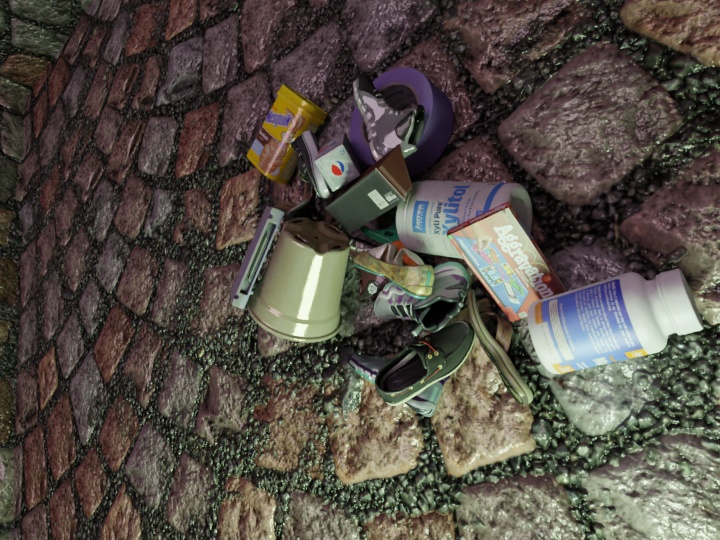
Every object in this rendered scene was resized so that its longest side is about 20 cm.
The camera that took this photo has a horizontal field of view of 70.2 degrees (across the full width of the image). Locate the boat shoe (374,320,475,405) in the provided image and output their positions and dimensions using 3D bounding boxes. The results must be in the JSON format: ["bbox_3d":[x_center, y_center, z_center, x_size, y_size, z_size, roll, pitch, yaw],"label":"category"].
[{"bbox_3d":[0.113,0.152,0.874,0.201,0.063,0.074,-37,55,-4],"label":"boat shoe"}]

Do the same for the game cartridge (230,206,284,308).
[{"bbox_3d":[-0.207,-0.031,1.019,0.201,0.038,0.130,-67,13,2],"label":"game cartridge"}]

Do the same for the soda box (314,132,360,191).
[{"bbox_3d":[-0.043,-0.220,1.019,0.063,0.068,0.200,-29,19,10],"label":"soda box"}]

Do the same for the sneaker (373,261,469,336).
[{"bbox_3d":[0.095,0.070,0.898,0.200,0.078,0.140,-29,25,32],"label":"sneaker"}]

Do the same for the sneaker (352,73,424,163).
[{"bbox_3d":[0.062,-0.295,0.951,0.115,0.075,0.201,-22,76,28],"label":"sneaker"}]

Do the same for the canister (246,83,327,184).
[{"bbox_3d":[-0.185,-0.330,1.254,0.149,0.086,0.201,45,110,37],"label":"canister"}]

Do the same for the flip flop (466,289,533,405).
[{"bbox_3d":[0.228,0.117,0.825,0.057,0.081,0.201,-29,58,4],"label":"flip flop"}]

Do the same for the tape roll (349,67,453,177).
[{"bbox_3d":[0.080,-0.294,1.029,0.199,0.085,0.201,-10,74,37],"label":"tape roll"}]

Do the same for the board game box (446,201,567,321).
[{"bbox_3d":[0.229,-0.006,0.783,0.103,0.200,0.019,-26,28,32],"label":"board game box"}]

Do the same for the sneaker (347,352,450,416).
[{"bbox_3d":[0.069,0.186,0.950,0.199,0.074,0.088,26,80,32],"label":"sneaker"}]

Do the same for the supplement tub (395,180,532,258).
[{"bbox_3d":[0.175,-0.086,0.872,0.199,0.132,0.133,9,86,40],"label":"supplement tub"}]

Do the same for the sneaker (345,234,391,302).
[{"bbox_3d":[0.000,0.000,1.035,0.200,0.075,0.116,26,99,39],"label":"sneaker"}]

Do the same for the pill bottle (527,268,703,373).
[{"bbox_3d":[0.347,0.069,0.708,0.199,0.112,0.113,-22,66,34],"label":"pill bottle"}]

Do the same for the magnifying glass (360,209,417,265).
[{"bbox_3d":[0.059,-0.064,0.989,0.022,0.079,0.200,85,160,-44],"label":"magnifying glass"}]

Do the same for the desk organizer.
[{"bbox_3d":[0.022,-0.144,0.931,0.077,0.072,0.200,-52,14,-28],"label":"desk organizer"}]

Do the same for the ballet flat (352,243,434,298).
[{"bbox_3d":[0.059,-0.012,0.902,0.200,0.070,0.071,29,99,52],"label":"ballet flat"}]

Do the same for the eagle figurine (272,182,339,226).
[{"bbox_3d":[-0.122,-0.140,1.127,0.200,0.151,0.151,58,150,35],"label":"eagle figurine"}]

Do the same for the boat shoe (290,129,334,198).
[{"bbox_3d":[-0.101,-0.212,1.057,0.056,0.069,0.201,-26,50,9],"label":"boat shoe"}]

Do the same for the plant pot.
[{"bbox_3d":[-0.107,0.006,1.005,0.200,0.200,0.184,44,126,37],"label":"plant pot"}]
